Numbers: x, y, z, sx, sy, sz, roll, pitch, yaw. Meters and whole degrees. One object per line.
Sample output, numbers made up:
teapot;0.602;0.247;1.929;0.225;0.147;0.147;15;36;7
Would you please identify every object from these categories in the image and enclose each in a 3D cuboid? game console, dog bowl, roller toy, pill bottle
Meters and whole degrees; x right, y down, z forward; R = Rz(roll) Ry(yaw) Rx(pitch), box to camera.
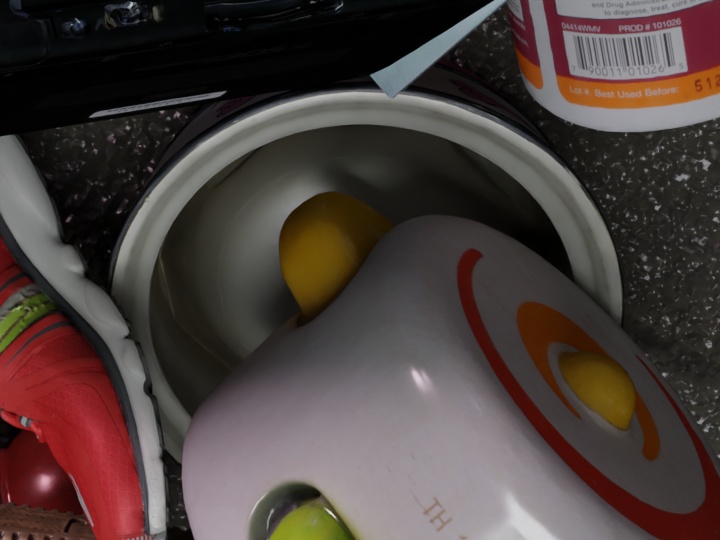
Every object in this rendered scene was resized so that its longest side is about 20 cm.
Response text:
game console;-0.053;-0.124;0.885;0.200;0.176;0.117;-11;83;-28
dog bowl;0.000;0.000;1.100;0.199;0.074;0.201;-1;121;-2
roller toy;0.042;0.077;1.001;0.182;0.200;0.140;32;115;-35
pill bottle;0.094;-0.158;0.985;0.109;0.110;0.200;-10;121;4

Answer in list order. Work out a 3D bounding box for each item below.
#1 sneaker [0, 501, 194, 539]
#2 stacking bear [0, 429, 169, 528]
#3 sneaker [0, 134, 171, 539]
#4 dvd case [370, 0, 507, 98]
sneaker;-0.095;0.156;1.067;0.199;0.071;0.113;10;99;6
stacking bear;-0.176;0.108;1.144;0.199;0.114;0.122;-12;121;0
sneaker;-0.137;0.032;1.054;0.085;0.200;0.077;-23;155;-22
dvd case;0.022;-0.161;0.941;0.146;0.022;0.200;49;136;-4
